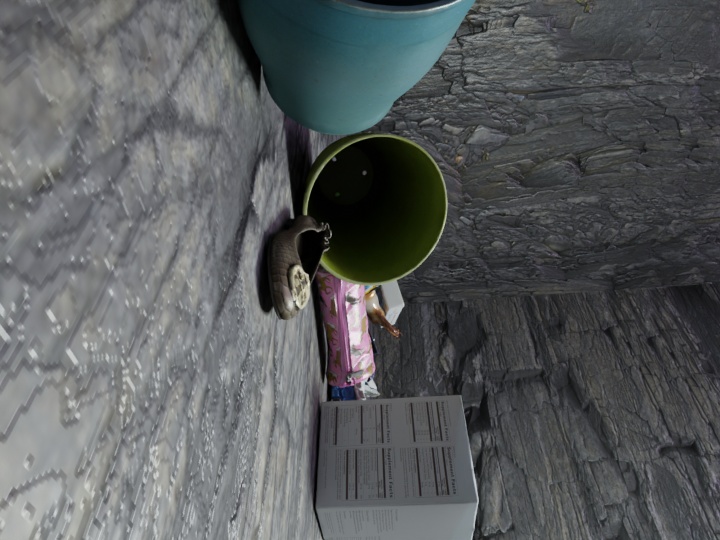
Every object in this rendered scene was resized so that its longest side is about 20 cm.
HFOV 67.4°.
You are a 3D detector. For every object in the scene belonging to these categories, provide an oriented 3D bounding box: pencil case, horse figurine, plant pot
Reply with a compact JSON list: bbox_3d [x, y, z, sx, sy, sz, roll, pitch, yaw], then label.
[{"bbox_3d":[-0.023,0.072,0.801,0.086,0.082,0.205,20,-57,45],"label":"pencil case"},{"bbox_3d":[0.015,0.061,1.226,0.203,0.049,0.132,63,-9,-25],"label":"horse figurine"},{"bbox_3d":[-0.012,-0.219,0.432,0.188,0.195,0.205,123,-34,-68],"label":"plant pot"},{"bbox_3d":[-0.003,-0.107,0.745,0.200,0.183,0.191,-123,-154,-63],"label":"plant pot"}]

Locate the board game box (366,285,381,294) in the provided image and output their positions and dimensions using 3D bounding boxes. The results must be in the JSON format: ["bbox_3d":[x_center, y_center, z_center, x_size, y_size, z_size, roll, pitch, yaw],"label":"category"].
[{"bbox_3d":[0.000,0.000,0.922,0.035,0.125,0.201,56,-7,17],"label":"board game box"}]

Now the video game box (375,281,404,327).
[{"bbox_3d":[0.048,0.022,1.328,0.183,0.046,0.204,107,-32,-69],"label":"video game box"}]

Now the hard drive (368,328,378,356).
[{"bbox_3d":[-0.003,0.121,1.149,0.200,0.042,0.138,99,-31,-85],"label":"hard drive"}]

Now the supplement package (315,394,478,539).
[{"bbox_3d":[0.047,0.282,0.740,0.153,0.195,0.154,-91,176,-48],"label":"supplement package"}]

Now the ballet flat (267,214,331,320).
[{"bbox_3d":[-0.056,-0.012,0.528,0.201,0.045,0.069,-86,171,-71],"label":"ballet flat"}]

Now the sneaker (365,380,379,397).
[{"bbox_3d":[-0.004,0.229,1.144,0.201,0.075,0.082,83,-6,-70],"label":"sneaker"}]

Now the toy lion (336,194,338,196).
[{"bbox_3d":[0.014,-0.110,1.127,0.199,0.068,0.195,-7,71,-59],"label":"toy lion"}]

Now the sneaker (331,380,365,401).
[{"bbox_3d":[-0.023,0.190,0.902,0.088,0.073,0.203,100,-4,-53],"label":"sneaker"}]
